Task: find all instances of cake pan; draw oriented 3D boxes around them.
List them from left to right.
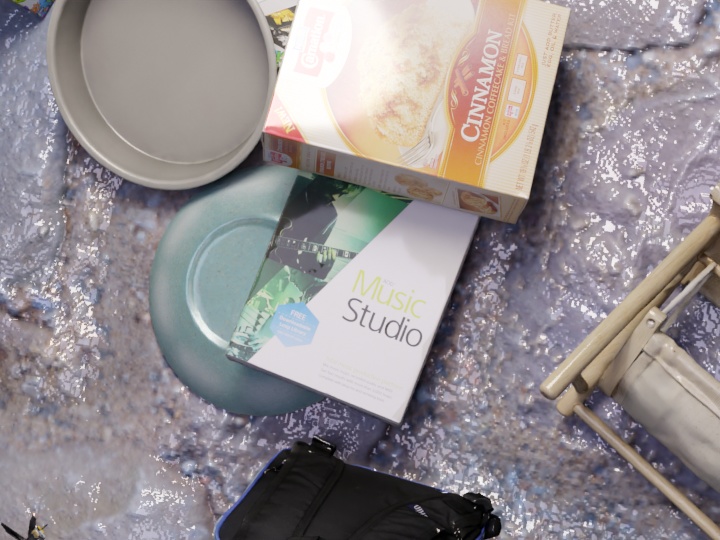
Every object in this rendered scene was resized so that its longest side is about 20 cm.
[{"bbox_3d":[-0.154,-0.166,1.337,0.199,0.037,0.202,5,107,17],"label":"cake pan"}]

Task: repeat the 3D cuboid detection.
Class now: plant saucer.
[{"bbox_3d":[-0.081,0.013,1.328,0.199,0.039,0.203,-2,83,15],"label":"plant saucer"}]

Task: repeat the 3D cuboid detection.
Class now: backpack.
[{"bbox_3d":[-0.018,0.233,1.203,0.182,0.200,0.148,17,108,15],"label":"backpack"}]

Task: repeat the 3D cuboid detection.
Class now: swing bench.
[{"bbox_3d":[0.268,0.082,1.180,0.199,0.130,0.200,43,90,16],"label":"swing bench"}]

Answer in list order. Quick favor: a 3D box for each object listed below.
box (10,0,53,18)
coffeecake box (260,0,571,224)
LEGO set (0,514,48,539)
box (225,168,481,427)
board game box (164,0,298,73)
[{"bbox_3d":[-0.343,-0.324,1.359,0.199,0.193,0.122,32,93,17],"label":"box"},{"bbox_3d":[0.040,-0.138,1.252,0.199,0.073,0.155,14,76,1],"label":"coffeecake box"},{"bbox_3d":[-0.338,0.226,1.359,0.199,0.116,0.155,31,122,20],"label":"LEGO set"},{"bbox_3d":[0.000,0.000,1.279,0.143,0.036,0.201,21,80,3],"label":"box"},{"bbox_3d":[-0.053,-0.220,1.348,0.199,0.035,0.127,8,87,16],"label":"board game box"}]
